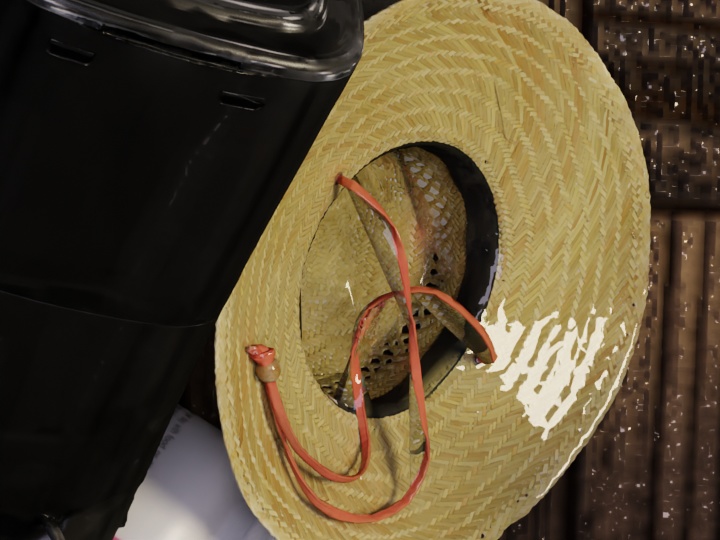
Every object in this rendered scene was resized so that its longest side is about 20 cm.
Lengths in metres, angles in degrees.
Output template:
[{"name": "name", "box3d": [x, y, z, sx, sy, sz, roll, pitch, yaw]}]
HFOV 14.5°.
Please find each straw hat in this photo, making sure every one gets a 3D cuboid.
[{"name": "straw hat", "box3d": [0.000, 0.000, 0.949, 0.085, 0.201, 0.202, 12, 93, 48]}]

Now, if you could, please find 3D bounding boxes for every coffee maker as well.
[{"name": "coffee maker", "box3d": [-0.080, -0.017, 0.820, 0.192, 0.134, 0.200, 57, 136, 34]}]

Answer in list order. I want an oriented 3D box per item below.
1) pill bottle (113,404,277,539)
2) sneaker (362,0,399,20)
[{"name": "pill bottle", "box3d": [-0.108, 0.082, 0.949, 0.200, 0.113, 0.114, 31, 93, 4]}, {"name": "sneaker", "box3d": [-0.063, -0.095, 0.941, 0.199, 0.115, 0.075, -15, 88, 6]}]
